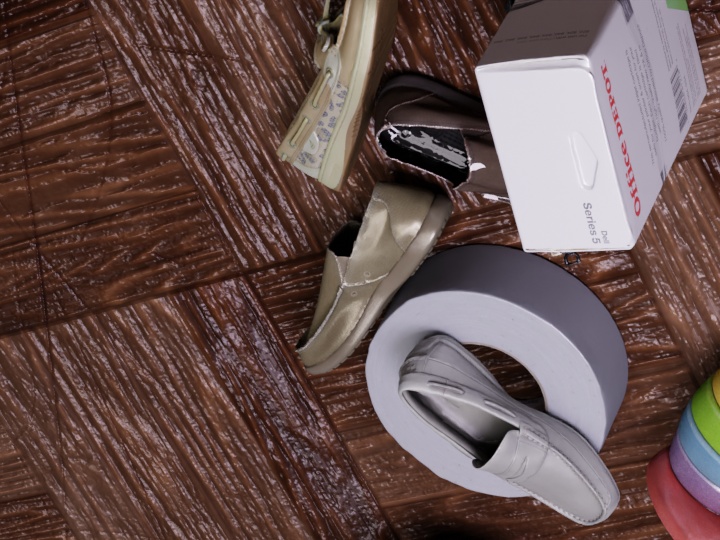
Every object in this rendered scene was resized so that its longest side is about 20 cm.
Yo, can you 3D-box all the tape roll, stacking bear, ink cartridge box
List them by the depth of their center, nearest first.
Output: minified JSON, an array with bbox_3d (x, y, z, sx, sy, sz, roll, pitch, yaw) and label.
[{"bbox_3d":[0.158,-0.126,1.574,0.083,0.200,0.146,-2,123,26],"label":"ink cartridge box"},{"bbox_3d":[0.306,0.106,1.741,0.114,0.121,0.201,55,128,35],"label":"stacking bear"},{"bbox_3d":[0.107,0.080,1.843,0.199,0.066,0.202,12,128,16],"label":"tape roll"}]

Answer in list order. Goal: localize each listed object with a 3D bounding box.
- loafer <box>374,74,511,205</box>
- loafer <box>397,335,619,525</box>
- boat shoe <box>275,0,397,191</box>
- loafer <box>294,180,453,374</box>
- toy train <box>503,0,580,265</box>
[{"bbox_3d":[0.096,-0.077,1.726,0.199,0.071,0.073,18,130,13],"label":"loafer"},{"bbox_3d":[0.110,0.133,1.789,0.199,0.070,0.070,36,131,-3],"label":"loafer"},{"bbox_3d":[-0.019,-0.144,1.730,0.062,0.073,0.201,21,131,6],"label":"boat shoe"},{"bbox_3d":[0.000,0.000,1.833,0.067,0.076,0.200,36,123,-1],"label":"loafer"},{"bbox_3d":[0.132,-0.103,1.666,0.034,0.046,0.202,-10,93,1],"label":"toy train"}]
